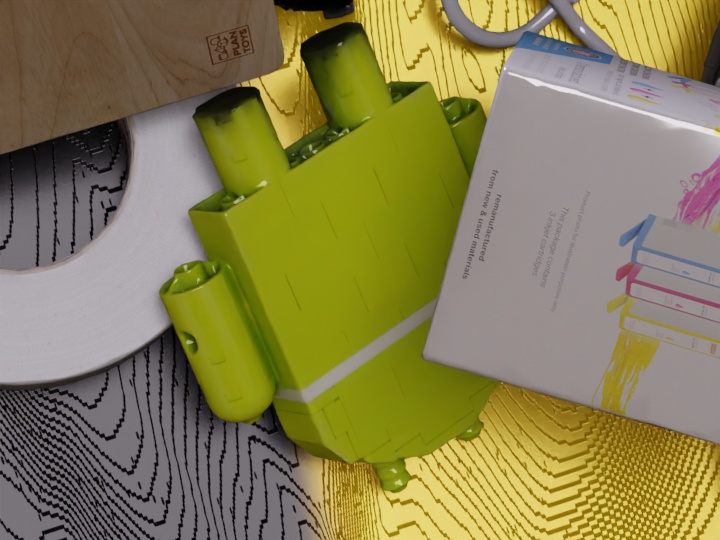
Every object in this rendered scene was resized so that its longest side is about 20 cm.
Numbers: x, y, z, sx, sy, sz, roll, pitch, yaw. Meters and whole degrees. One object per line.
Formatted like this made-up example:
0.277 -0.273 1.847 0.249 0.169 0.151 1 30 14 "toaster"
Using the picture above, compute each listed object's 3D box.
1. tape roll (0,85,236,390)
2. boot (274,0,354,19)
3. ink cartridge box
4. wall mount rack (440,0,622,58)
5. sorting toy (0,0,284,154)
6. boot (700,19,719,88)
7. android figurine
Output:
-0.151 -0.048 1.294 0.200 0.066 0.201 1 85 -7 "tape roll"
-0.039 -0.201 1.262 0.069 0.200 0.174 -10 79 16 "boot"
0.142 -0.006 1.211 0.200 0.129 0.125 16 103 4 "ink cartridge box"
0.141 -0.153 1.335 0.200 0.075 0.174 -44 115 -7 "wall mount rack"
-0.146 -0.142 1.179 0.199 0.200 0.070 -17 52 -5 "sorting toy"
0.264 -0.100 1.315 0.200 0.073 0.182 26 55 2 "boot"
0.000 0.000 1.287 0.182 0.041 0.200 -36 114 -28 "android figurine"
